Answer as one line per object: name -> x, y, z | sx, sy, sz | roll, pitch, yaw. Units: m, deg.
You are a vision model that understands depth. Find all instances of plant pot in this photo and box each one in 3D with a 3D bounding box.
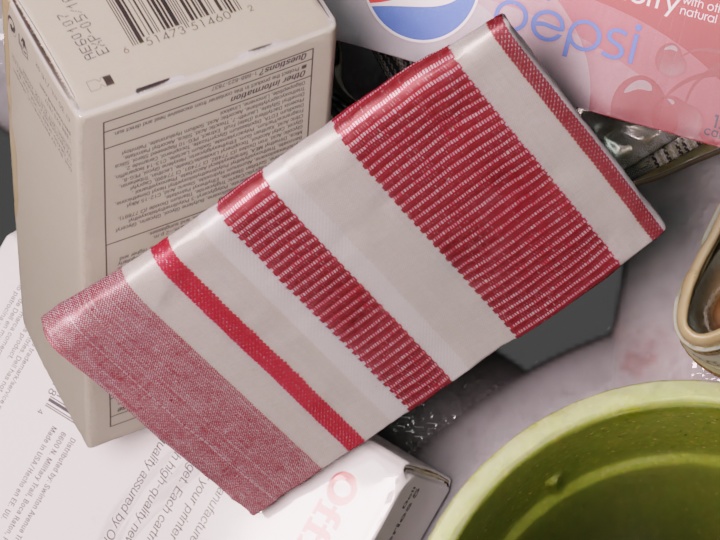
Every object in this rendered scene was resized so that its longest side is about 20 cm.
plant pot -> 0.117, 0.160, 1.043 | 0.199, 0.190, 0.201 | -1, 74, 4

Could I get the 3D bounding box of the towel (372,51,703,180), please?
towel -> 0.088, -0.133, 1.108 | 0.199, 0.035, 0.193 | -29, 84, 14

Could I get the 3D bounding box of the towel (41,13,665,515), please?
towel -> 0.000, 0.000, 1.051 | 0.200, 0.144, 0.023 | -34, 47, 9

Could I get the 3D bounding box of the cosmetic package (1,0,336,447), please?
cosmetic package -> -0.071, -0.032, 1.061 | 0.103, 0.200, 0.073 | -20, 57, -19

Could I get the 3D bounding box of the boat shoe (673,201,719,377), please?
boat shoe -> 0.193, -0.044, 1.131 | 0.073, 0.063, 0.201 | 32, 90, 19

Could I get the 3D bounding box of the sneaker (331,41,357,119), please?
sneaker -> -0.035, -0.051, 1.186 | 0.078, 0.089, 0.200 | -13, 50, -21

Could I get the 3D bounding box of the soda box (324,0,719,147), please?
soda box -> 0.061, -0.101, 1.070 | 0.199, 0.070, 0.064 | 16, 100, 14

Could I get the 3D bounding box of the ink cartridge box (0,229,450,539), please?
ink cartridge box -> -0.086, 0.097, 1.176 | 0.199, 0.084, 0.146 | 30, 90, 18

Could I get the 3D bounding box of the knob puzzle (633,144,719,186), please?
knob puzzle -> 0.095, -0.122, 1.189 | 0.218, 0.030, 0.221 | -2, 81, 15
